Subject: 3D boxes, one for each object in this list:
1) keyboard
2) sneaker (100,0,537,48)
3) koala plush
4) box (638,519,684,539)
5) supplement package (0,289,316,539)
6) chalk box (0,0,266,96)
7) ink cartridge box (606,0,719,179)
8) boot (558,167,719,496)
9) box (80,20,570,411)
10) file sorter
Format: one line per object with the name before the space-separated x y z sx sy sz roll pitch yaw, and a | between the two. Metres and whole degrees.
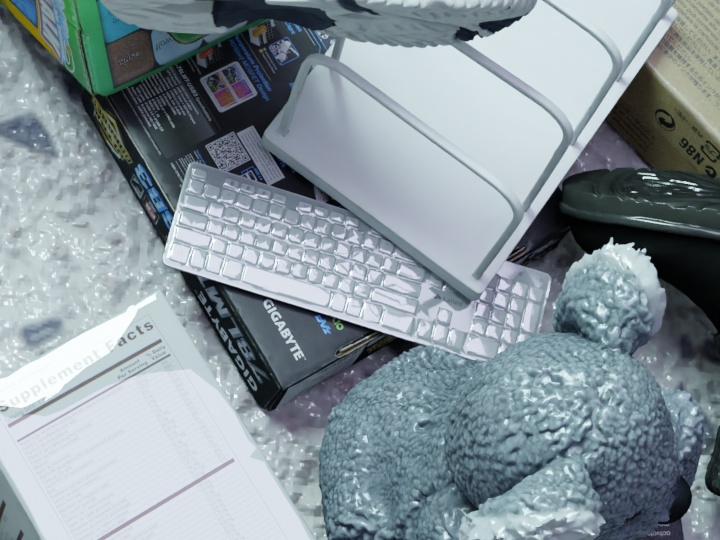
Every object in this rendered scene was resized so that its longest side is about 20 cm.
keyboard | 0.000 0.000 1.032 0.198 0.011 0.057 17 68 -9
sneaker | -0.016 -0.174 0.909 0.197 0.079 0.131 3 83 13
koala plush | 0.079 0.090 0.928 0.183 0.200 0.178 27 66 -1
box | 0.098 0.181 1.027 0.142 0.036 0.202 1 69 -13
supplement package | -0.095 0.132 0.954 0.113 0.110 0.201 -28 79 -22
chalk box | -0.117 -0.183 1.015 0.124 0.125 0.200 -29 47 -22
ink cartridge box | 0.219 -0.128 1.150 0.165 0.075 0.200 -40 83 -24
boot | 0.194 0.040 1.060 0.209 0.079 0.159 14 105 9
box | -0.016 -0.059 1.079 0.198 0.050 0.201 -29 81 -24
file sorter | 0.068 -0.118 1.011 0.138 0.125 0.201 36 71 3
